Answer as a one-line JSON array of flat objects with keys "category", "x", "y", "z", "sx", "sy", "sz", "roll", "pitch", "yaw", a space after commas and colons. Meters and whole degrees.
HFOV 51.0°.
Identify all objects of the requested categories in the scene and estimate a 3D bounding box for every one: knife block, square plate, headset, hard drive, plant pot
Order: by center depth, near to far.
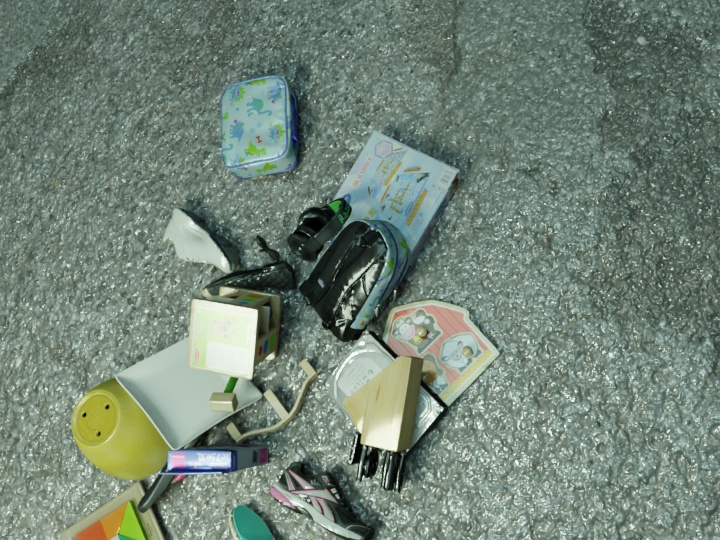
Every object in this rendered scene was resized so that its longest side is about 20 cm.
[{"category": "knife block", "x": 0.058, "y": 0.265, "z": 1.257, "sx": 0.199, "sy": 0.064, "sz": 0.177, "roll": -39, "pitch": 69, "yaw": 15}, {"category": "hard drive", "x": 0.040, "y": 0.223, "z": 1.327, "sx": 0.200, "sy": 0.038, "sz": 0.140, "roll": 44, "pitch": 102, "yaw": 23}, {"category": "square plate", "x": -0.317, "y": 0.220, "z": 1.400, "sx": 0.199, "sy": 0.029, "sz": 0.198, "roll": -28, "pitch": 58, "yaw": -36}, {"category": "headset", "x": -0.105, "y": -0.075, "z": 1.403, "sx": 0.199, "sy": 0.094, "sz": 0.124, "roll": -33, "pitch": 21, "yaw": 31}, {"category": "plant pot", "x": -0.455, "y": 0.286, "z": 1.412, "sx": 0.197, "sy": 0.142, "sz": 0.203, "roll": -5, "pitch": 72, "yaw": 15}]

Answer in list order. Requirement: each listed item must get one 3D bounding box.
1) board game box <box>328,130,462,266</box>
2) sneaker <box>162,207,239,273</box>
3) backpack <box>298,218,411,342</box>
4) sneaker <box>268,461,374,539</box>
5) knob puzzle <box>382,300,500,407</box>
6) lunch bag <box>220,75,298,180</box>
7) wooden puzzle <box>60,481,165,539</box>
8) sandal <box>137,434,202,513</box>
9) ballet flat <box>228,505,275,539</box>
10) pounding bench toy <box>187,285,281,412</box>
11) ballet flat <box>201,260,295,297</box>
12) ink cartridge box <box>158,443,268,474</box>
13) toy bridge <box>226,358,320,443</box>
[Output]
[{"category": "board game box", "x": 0.061, "y": -0.141, "z": 1.448, "sx": 0.198, "sy": 0.041, "sz": 0.201, "roll": 29, "pitch": 84, "yaw": 22}, {"category": "sneaker", "x": -0.321, "y": -0.046, "z": 1.526, "sx": 0.199, "sy": 0.074, "sz": 0.088, "roll": 37, "pitch": 98, "yaw": 30}, {"category": "backpack", "x": 0.000, "y": 0.000, "z": 1.359, "sx": 0.163, "sy": 0.152, "sz": 0.202, "roll": 46, "pitch": 129, "yaw": 33}, {"category": "sneaker", "x": -0.060, "y": 0.394, "z": 1.299, "sx": 0.198, "sy": 0.081, "sz": 0.087, "roll": 26, "pitch": 71, "yaw": 16}, {"category": "knob puzzle", "x": 0.119, "y": 0.138, "z": 1.349, "sx": 0.216, "sy": 0.030, "sz": 0.223, "roll": -5, "pitch": 72, "yaw": 16}, {"category": "lunch bag", "x": -0.203, "y": -0.292, "z": 1.552, "sx": 0.158, "sy": 0.082, "sz": 0.203, "roll": -10, "pitch": 71, "yaw": 14}, {"category": "wooden puzzle", "x": -0.453, "y": 0.522, "z": 1.394, "sx": 0.199, "sy": 0.037, "sz": 0.186, "roll": -35, "pitch": 67, "yaw": 4}, {"category": "sandal", "x": -0.335, "y": 0.365, "z": 1.396, "sx": 0.045, "sy": 0.075, "sz": 0.201, "roll": 37, "pitch": 81, "yaw": -12}, {"category": "ballet flat", "x": -0.166, "y": 0.497, "z": 1.304, "sx": 0.199, "sy": 0.075, "sz": 0.065, "roll": 39, "pitch": 120, "yaw": 28}, {"category": "pounding bench toy", "x": -0.228, "y": 0.144, "z": 1.389, "sx": 0.122, "sy": 0.156, "sz": 0.203, "roll": 8, "pitch": 100, "yaw": 11}, {"category": "ballet flat", "x": -0.221, "y": 0.029, "z": 1.469, "sx": 0.197, "sy": 0.066, "sz": 0.058, "roll": -12, "pitch": 102, "yaw": 17}, {"category": "ink cartridge box", "x": -0.250, "y": 0.325, "z": 1.306, "sx": 0.118, "sy": 0.200, "sz": 0.043, "roll": -3, "pitch": 83, "yaw": 14}, {"category": "toy bridge", "x": -0.151, "y": 0.249, "z": 1.387, "sx": 0.199, "sy": 0.027, "sz": 0.067, "roll": -40, "pitch": 68, "yaw": -4}]
